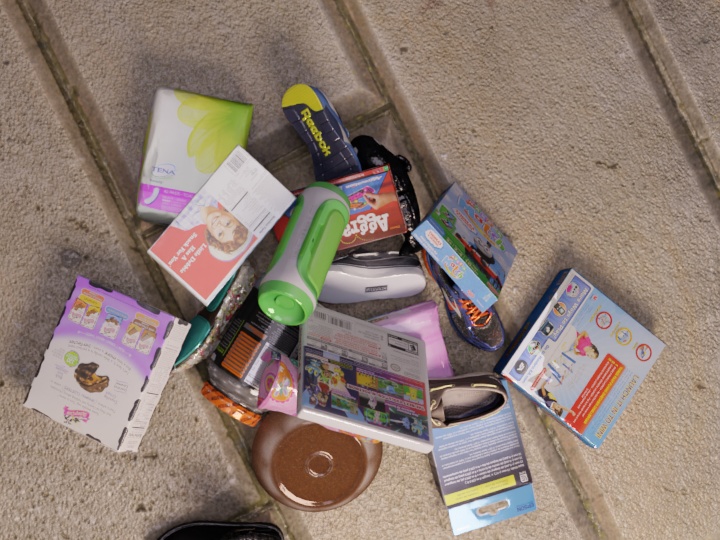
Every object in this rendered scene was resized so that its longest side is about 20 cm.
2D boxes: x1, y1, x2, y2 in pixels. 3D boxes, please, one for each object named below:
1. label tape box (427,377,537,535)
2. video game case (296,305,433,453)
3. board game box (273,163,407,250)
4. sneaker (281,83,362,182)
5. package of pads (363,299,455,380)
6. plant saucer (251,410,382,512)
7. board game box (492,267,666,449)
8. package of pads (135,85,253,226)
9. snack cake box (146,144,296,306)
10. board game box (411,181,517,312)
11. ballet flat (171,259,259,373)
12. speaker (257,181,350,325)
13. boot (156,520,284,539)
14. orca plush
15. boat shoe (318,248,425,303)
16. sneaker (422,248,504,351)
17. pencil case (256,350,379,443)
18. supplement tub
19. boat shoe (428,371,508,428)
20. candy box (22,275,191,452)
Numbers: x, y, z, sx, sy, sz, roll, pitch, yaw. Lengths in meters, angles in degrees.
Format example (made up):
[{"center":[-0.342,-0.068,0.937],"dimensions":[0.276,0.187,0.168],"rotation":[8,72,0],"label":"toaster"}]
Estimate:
[{"center":[0.176,0.281,1.422],"dimensions":[0.140,0.066,0.204],"rotation":[-14,90,-8],"label":"label tape box"},{"center":[0.006,0.145,1.270],"dimensions":[0.197,0.023,0.185],"rotation":[20,43,-20],"label":"video game case"},{"center":[-0.037,-0.083,1.388],"dimensions":[0.196,0.019,0.105],"rotation":[-15,104,14],"label":"board game box"},{"center":[-0.046,-0.191,1.407],"dimensions":[0.073,0.082,0.203],"rotation":[-21,100,15],"label":"sneaker"},{"center":[0.037,0.131,1.401],"dimensions":[0.196,0.076,0.123],"rotation":[-17,97,-7],"label":"package of pads"},{"center":[-0.062,0.278,1.365],"dimensions":[0.196,0.037,0.205],"rotation":[-2,112,-6],"label":"plant saucer"},{"center":[0.342,0.137,1.456],"dimensions":[0.195,0.056,0.201],"rotation":[38,83,-4],"label":"board game box"},{"center":[-0.250,-0.162,1.388],"dimensions":[0.151,0.068,0.205],"rotation":[11,85,-8],"label":"package of pads"},{"center":[-0.197,-0.064,1.325],"dimensions":[0.115,0.067,0.201],"rotation":[41,83,-8],"label":"snack cake box"},{"center":[0.159,-0.040,1.378],"dimensions":[0.152,0.200,0.037],"rotation":[47,116,-4],"label":"board game box"},{"center":[-0.213,0.077,1.383],"dimensions":[0.064,0.075,0.202],"rotation":[36,88,-38],"label":"ballet flat"},{"center":[-0.076,-0.026,1.293],"dimensions":[0.087,0.089,0.202],"rotation":[24,54,-6],"label":"speaker"},{"center":[-0.198,0.404,1.317],"dimensions":[0.206,0.158,0.081],"rotation":[-7,88,-8],"label":"boot"},{"center":[0.039,-0.121,1.407],"dimensions":[0.103,0.071,0.204],"rotation":[-14,80,-5],"label":"orca plush"},{"center":[0.000,0.000,1.414],"dimensions":[0.195,0.073,0.069],"rotation":[-4,49,-9],"label":"boat shoe"},{"center":[0.159,0.037,1.425],"dimensions":[0.075,0.078,0.202],"rotation":[-33,91,-7],"label":"sneaker"},{"center":[-0.048,0.175,1.287],"dimensions":[0.197,0.087,0.089],"rotation":[21,84,-17],"label":"pencil case"},{"center":[-0.142,0.115,1.357],"dimensions":[0.121,0.123,0.202],"rotation":[32,86,-5],"label":"supplement tub"},{"center":[0.118,0.196,1.354],"dimensions":[0.196,0.060,0.073],"rotation":[-10,101,-5],"label":"boat shoe"},{"center":[-0.362,0.134,1.331],"dimensions":[0.165,0.072,0.203],"rotation":[22,84,13],"label":"candy box"}]
